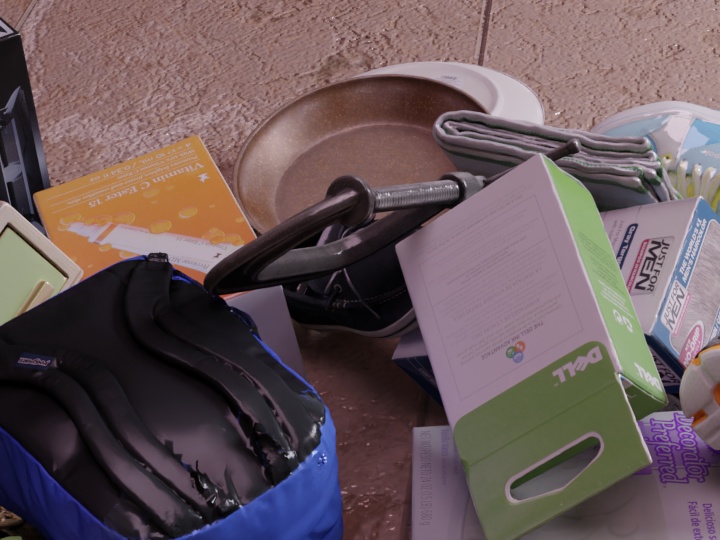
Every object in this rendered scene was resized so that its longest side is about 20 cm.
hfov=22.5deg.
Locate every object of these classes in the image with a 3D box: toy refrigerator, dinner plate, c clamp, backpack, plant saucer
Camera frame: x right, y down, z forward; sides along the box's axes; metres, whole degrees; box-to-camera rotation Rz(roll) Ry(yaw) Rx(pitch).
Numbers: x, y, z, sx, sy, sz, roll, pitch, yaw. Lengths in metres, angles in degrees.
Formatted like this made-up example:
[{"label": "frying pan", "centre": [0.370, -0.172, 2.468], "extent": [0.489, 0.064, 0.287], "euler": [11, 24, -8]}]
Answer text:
[{"label": "toy refrigerator", "centre": [-0.258, 0.057, 1.088], "extent": [0.070, 0.076, 0.200], "euler": [8, 60, 47]}, {"label": "dinner plate", "centre": [0.046, -0.124, 1.434], "extent": [0.199, 0.024, 0.200], "euler": [-4, 34, 3]}, {"label": "c clamp", "centre": [0.008, -0.033, 1.011], "extent": [0.171, 0.027, 0.200], "euler": [-29, -9, 34]}, {"label": "backpack", "centre": [-0.101, 0.109, 0.983], "extent": [0.162, 0.168, 0.200], "euler": [-35, 45, -26]}, {"label": "plant saucer", "centre": [0.006, -0.068, 1.324], "extent": [0.199, 0.037, 0.201], "euler": [-6, 44, 6]}]

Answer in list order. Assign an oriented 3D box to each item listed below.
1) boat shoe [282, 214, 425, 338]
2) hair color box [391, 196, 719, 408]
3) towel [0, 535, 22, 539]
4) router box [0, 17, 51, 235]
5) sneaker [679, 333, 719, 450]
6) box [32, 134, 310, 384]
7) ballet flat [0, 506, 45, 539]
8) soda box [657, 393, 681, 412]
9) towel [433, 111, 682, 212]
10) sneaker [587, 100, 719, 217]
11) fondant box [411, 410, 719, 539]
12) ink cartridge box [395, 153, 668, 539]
[{"label": "boat shoe", "centre": [0.000, 0.000, 1.147], "extent": [0.200, 0.062, 0.075], "euler": [-7, 49, 58]}, {"label": "hair color box", "centre": [0.122, 0.023, 1.079], "extent": [0.200, 0.061, 0.100], "euler": [-9, 47, 46]}, {"label": "towel", "centre": [-0.225, 0.232, 0.891], "extent": [0.149, 0.031, 0.201], "euler": [-10, 55, -5]}, {"label": "router box", "centre": [-0.295, -0.060, 1.238], "extent": [0.157, 0.201, 0.052], "euler": [-25, 41, -26]}, {"label": "sneaker", "centre": [0.263, 0.096, 0.970], "extent": [0.200, 0.078, 0.077], "euler": [39, 23, -1]}, {"label": "box", "centre": [-0.126, 0.014, 1.183], "extent": [0.124, 0.098, 0.200], "euler": [-21, 36, -10]}, {"label": "ballet flat", "centre": [-0.220, 0.187, 0.999], "extent": [0.067, 0.047, 0.200], "euler": [0, 35, 9]}, {"label": "soda box", "centre": [0.248, 0.037, 1.123], "extent": [0.199, 0.064, 0.071], "euler": [-11, 35, -5]}, {"label": "towel", "centre": [0.144, -0.047, 1.158], "extent": [0.149, 0.200, 0.031], "euler": [15, 79, 28]}, {"label": "sneaker", "centre": [0.241, -0.053, 1.245], "extent": [0.199, 0.080, 0.131], "euler": [2, 33, 13]}, {"label": "fondant box", "centre": [0.128, 0.145, 0.992], "extent": [0.199, 0.058, 0.145], "euler": [-3, 34, 3]}, {"label": "ink cartridge box", "centre": [0.097, 0.048, 0.971], "extent": [0.104, 0.059, 0.201], "euler": [-32, 53, 22]}]
